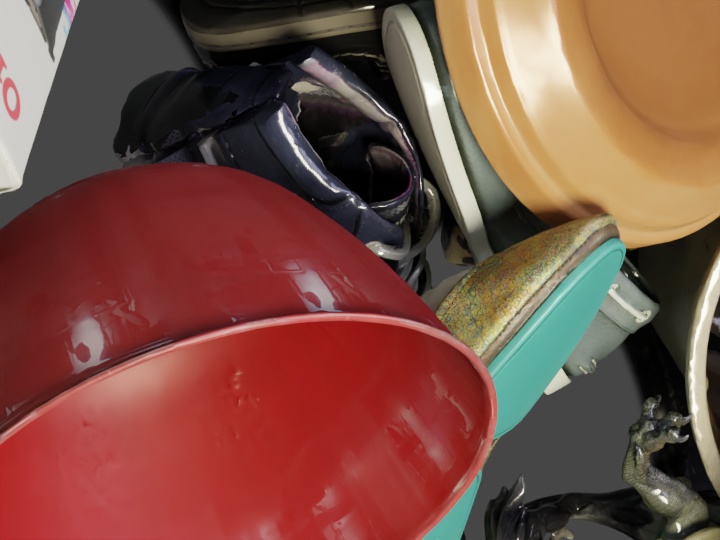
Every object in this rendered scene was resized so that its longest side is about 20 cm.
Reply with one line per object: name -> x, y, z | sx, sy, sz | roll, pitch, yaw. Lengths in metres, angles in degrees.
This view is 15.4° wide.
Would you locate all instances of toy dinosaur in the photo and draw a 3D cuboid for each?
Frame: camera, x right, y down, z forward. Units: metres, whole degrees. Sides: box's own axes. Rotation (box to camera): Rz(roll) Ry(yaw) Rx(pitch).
toy dinosaur -> 0.128, 0.100, 0.989 | 0.199, 0.047, 0.088 | 12, 113, -4

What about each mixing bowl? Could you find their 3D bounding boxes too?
mixing bowl -> -0.067, 0.036, 0.876 | 0.200, 0.200, 0.109 | 9, 46, -42

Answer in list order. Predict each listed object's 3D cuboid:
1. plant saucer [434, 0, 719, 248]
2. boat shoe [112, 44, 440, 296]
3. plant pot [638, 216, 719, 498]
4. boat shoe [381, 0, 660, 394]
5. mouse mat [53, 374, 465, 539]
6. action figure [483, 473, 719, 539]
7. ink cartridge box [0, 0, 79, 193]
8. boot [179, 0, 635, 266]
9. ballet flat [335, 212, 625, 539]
plant saucer -> 0.105, -0.108, 0.949 | 0.200, 0.037, 0.201 | -1, 91, -44
boat shoe -> 0.000, 0.000, 0.995 | 0.200, 0.093, 0.075 | 46, 54, -27
plant pot -> 0.203, 0.010, 1.097 | 0.200, 0.184, 0.201 | -3, 105, -11
boat shoe -> 0.061, -0.034, 0.983 | 0.073, 0.062, 0.200 | -114, 178, -45
mouse mat -> -0.039, 0.140, 0.989 | 0.200, 0.008, 0.161 | 25, 65, -37
action figure -> 0.111, 0.136, 1.066 | 0.200, 0.102, 0.119 | -7, 101, -47
ink cartridge box -> -0.146, -0.133, 0.823 | 0.200, 0.085, 0.148 | -82, 157, -46
boot -> 0.037, -0.067, 1.039 | 0.199, 0.073, 0.151 | -13, 128, -9
ballet flat -> 0.024, 0.051, 0.953 | 0.071, 0.200, 0.071 | 21, 26, -11
